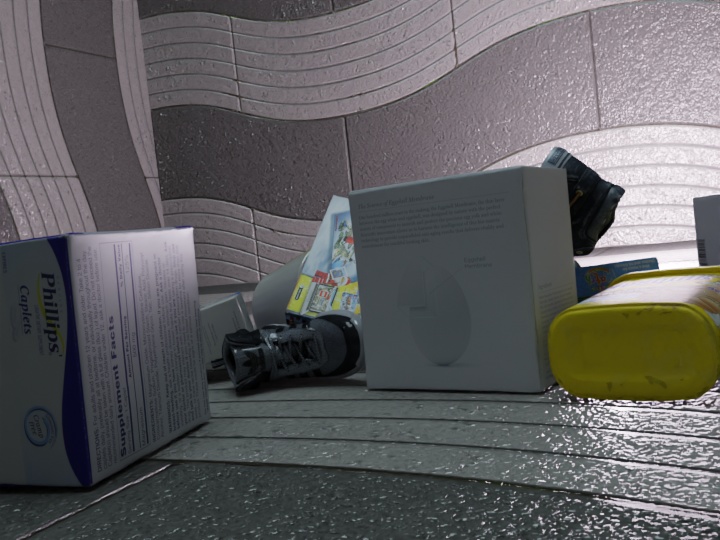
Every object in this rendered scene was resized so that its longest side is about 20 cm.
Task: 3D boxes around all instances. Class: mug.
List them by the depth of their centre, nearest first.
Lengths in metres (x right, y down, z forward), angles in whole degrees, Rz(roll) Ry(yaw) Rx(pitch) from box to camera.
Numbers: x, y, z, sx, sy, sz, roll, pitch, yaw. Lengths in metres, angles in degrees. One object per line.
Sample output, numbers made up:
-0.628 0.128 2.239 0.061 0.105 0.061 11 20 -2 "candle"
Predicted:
-0.069 0.043 1.169 0.151 0.152 0.185 -16 9 45 "mug"

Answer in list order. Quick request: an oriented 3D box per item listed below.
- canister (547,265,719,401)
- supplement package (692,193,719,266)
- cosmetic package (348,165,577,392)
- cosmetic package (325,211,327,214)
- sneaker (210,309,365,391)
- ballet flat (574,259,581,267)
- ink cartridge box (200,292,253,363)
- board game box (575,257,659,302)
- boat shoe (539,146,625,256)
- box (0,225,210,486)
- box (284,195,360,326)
0.268 0.053 0.716 0.146 0.089 0.198 -5 5 35 "canister"
0.551 -0.032 1.010 0.195 0.156 0.151 -6 2 3 "supplement package"
0.106 0.008 0.807 0.196 0.205 0.122 -4 4 35 "cosmetic package"
0.038 -0.035 1.662 0.195 0.204 0.123 -7 3 -11 "cosmetic package"
-0.082 0.094 0.886 0.198 0.077 0.112 -12 -1 45 "sneaker"
0.224 0.036 1.120 0.197 0.074 0.073 -24 -5 26 "ballet flat"
-0.238 0.095 1.022 0.196 0.069 0.116 -21 3 -4 "ink cartridge box"
0.236 0.037 0.943 0.148 0.037 0.200 -8 -13 -14 "board game box"
0.212 -0.034 0.876 0.090 0.202 0.071 34 53 16 "boat shoe"
-0.222 0.062 0.678 0.102 0.189 0.200 -4 3 16 "box"
0.000 0.000 1.008 0.134 0.203 0.038 12 -37 10 "box"
